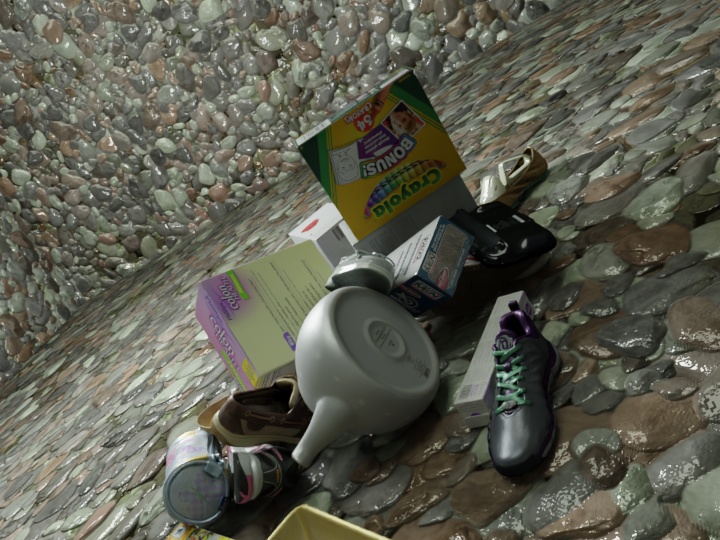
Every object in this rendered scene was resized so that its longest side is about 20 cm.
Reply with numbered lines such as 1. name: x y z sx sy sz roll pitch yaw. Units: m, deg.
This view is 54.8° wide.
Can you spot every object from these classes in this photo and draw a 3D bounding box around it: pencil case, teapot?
1. pencil case: -0.223 0.275 0.943 0.200 0.083 0.091 168 122 -75
2. teapot: -0.007 0.126 0.867 0.146 0.199 0.198 -50 50 32

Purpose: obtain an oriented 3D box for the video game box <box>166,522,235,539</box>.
1. video game box: -0.218 0.385 0.773 0.182 0.047 0.200 -10 31 49

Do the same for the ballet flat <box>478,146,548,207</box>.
1. ballet flat: 0.260 -0.153 1.233 0.200 0.073 0.068 -43 21 -22

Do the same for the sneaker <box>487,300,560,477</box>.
1. sneaker: 0.154 0.117 0.718 0.074 0.088 0.200 -24 21 29

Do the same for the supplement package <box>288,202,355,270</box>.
1. supplement package: -0.050 -0.061 1.471 0.121 0.120 0.200 -40 18 -13

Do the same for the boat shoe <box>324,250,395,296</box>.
1. boat shoe: 0.001 0.001 0.958 0.065 0.074 0.202 -66 8 -12

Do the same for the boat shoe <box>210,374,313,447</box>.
1. boat shoe: -0.093 0.174 0.890 0.072 0.199 0.072 48 121 40

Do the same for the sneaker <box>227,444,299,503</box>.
1. sneaker: -0.126 0.261 0.901 0.086 0.081 0.200 0 -3 -16

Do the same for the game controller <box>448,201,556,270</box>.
1. game controller: 0.194 -0.053 0.983 0.103 0.042 0.200 -11 22 -9

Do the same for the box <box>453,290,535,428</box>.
1. box: 0.163 0.100 0.823 0.041 0.039 0.200 -19 24 36

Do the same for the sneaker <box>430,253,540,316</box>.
1. sneaker: 0.166 -0.005 1.031 0.199 0.072 0.112 -31 21 -13

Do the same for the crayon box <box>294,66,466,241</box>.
1. crayon box: 0.031 -0.173 1.038 0.199 0.173 0.058 -33 22 3

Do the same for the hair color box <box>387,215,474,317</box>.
1. hair color box: 0.069 0.013 0.969 0.200 0.060 0.100 -38 24 59

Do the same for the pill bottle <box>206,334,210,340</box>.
1. pill bottle: -0.216 0.083 1.417 0.199 0.111 0.111 -33 18 6

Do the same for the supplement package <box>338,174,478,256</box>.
1. supplement package: 0.095 -0.057 1.153 0.199 0.152 0.151 -34 20 0

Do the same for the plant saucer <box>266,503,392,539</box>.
1. plant saucer: -0.061 0.326 0.639 0.200 0.049 0.199 -45 20 -29

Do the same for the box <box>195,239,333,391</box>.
1. box: -0.120 0.074 1.054 0.199 0.176 0.097 -23 -26 -32

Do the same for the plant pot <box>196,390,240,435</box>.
1. plant pot: -0.145 0.203 1.040 0.198 0.028 0.200 -17 7 2
